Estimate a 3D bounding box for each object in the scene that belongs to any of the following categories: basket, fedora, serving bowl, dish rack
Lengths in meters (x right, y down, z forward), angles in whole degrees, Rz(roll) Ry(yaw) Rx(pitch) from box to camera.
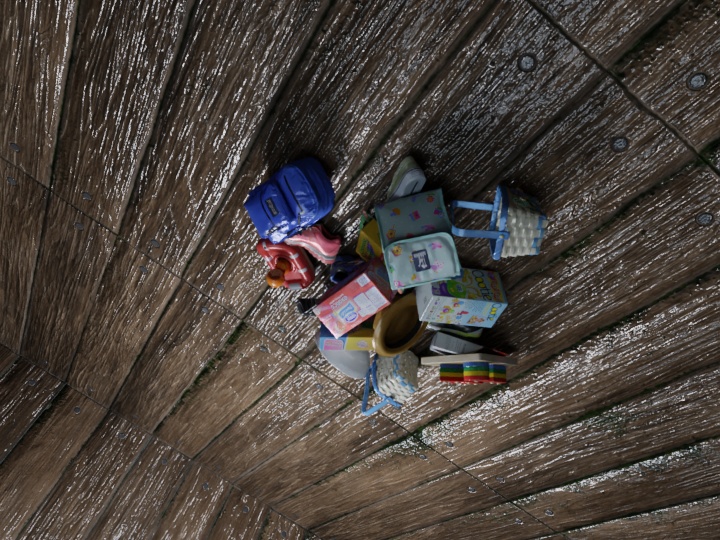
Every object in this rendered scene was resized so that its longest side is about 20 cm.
[{"bbox_3d":[0.294,-0.111,1.209,0.196,0.177,0.141,1,118,5],"label":"basket"},{"bbox_3d":[0.083,0.340,1.710,0.199,0.178,0.139,-31,122,31],"label":"basket"},{"bbox_3d":[0.097,0.131,1.479,0.082,0.199,0.203,37,151,44],"label":"fedora"},{"bbox_3d":[-0.042,0.232,1.683,0.199,0.201,0.066,38,105,-13],"label":"serving bowl"},{"bbox_3d":[-0.073,0.075,1.573,0.199,0.055,0.152,-33,158,37],"label":"dish rack"}]

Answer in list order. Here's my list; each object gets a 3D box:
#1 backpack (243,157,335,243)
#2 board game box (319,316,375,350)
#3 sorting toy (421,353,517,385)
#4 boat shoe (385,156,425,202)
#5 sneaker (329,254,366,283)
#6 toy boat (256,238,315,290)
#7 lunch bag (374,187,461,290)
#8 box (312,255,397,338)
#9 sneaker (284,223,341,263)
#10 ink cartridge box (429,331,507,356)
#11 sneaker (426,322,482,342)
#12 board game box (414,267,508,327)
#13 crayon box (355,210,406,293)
[{"bbox_3d":[-0.167,-0.166,1.349,0.198,0.168,0.164,-25,100,34],"label":"backpack"},{"bbox_3d":[-0.018,0.178,1.587,0.196,0.153,0.041,1,108,-4],"label":"board game box"},{"bbox_3d":[0.305,0.280,1.547,0.198,0.071,0.197,-13,160,43],"label":"sorting toy"},{"bbox_3d":[0.100,-0.189,1.298,0.071,0.063,0.200,-7,157,-22],"label":"boat shoe"},{"bbox_3d":[0.000,0.000,1.506,0.197,0.079,0.076,-10,127,32],"label":"sneaker"},{"bbox_3d":[-0.222,-0.008,1.558,0.129,0.132,0.202,-5,129,32],"label":"toy boat"},{"bbox_3d":[0.131,-0.063,1.256,0.167,0.203,0.122,-12,157,8],"label":"lunch bag"},{"bbox_3d":[-0.011,0.069,1.386,0.199,0.095,0.103,-37,99,34],"label":"box"},{"bbox_3d":[-0.139,-0.103,1.493,0.198,0.074,0.087,28,122,-8],"label":"sneaker"},{"bbox_3d":[0.296,0.228,1.552,0.197,0.058,0.163,22,170,8],"label":"ink cartridge box"},{"bbox_3d":[0.252,0.129,1.539,0.197,0.072,0.084,17,112,7],"label":"sneaker"},{"bbox_3d":[0.249,0.063,1.387,0.196,0.104,0.106,7,138,-14],"label":"board game box"},{"bbox_3d":[0.057,-0.044,1.388,0.200,0.051,0.127,44,160,12],"label":"crayon box"}]
